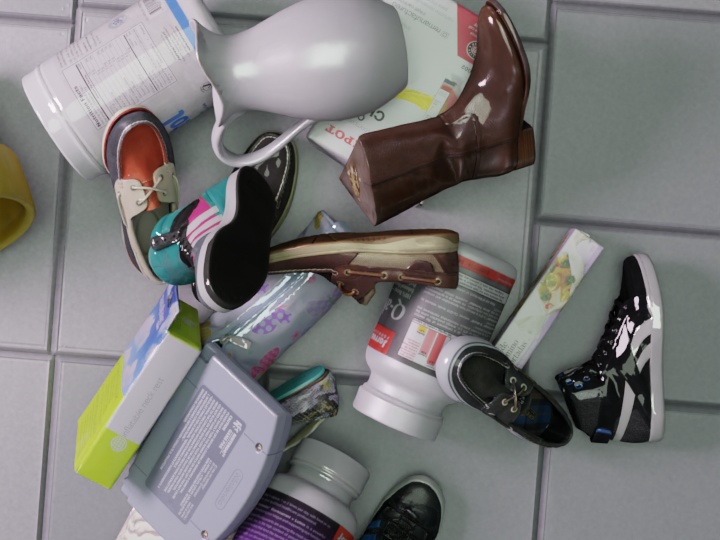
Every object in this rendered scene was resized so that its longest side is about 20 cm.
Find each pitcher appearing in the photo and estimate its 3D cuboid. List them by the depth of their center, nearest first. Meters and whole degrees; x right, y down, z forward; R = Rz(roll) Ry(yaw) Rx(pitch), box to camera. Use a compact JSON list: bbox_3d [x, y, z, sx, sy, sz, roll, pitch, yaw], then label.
[{"bbox_3d":[-0.057,-0.184,1.447,0.199,0.121,0.172,-10,135,-6],"label":"pitcher"}]

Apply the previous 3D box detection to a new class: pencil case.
[{"bbox_3d":[-0.081,0.028,1.535,0.200,0.091,0.083,-43,63,-1],"label":"pencil case"}]

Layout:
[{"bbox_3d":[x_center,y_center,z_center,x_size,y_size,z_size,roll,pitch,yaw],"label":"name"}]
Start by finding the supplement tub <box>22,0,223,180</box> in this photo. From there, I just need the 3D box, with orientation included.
[{"bbox_3d":[-0.230,-0.197,1.512,0.200,0.132,0.132,-32,91,2],"label":"supplement tub"}]

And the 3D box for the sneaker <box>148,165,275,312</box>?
[{"bbox_3d":[-0.157,-0.012,1.439,0.121,0.200,0.084,-31,117,27],"label":"sneaker"}]

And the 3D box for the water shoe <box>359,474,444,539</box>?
[{"bbox_3d":[0.025,0.308,1.544,0.071,0.079,0.200,34,91,-1],"label":"water shoe"}]

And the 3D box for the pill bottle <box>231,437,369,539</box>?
[{"bbox_3d":[-0.071,0.278,1.506,0.111,0.111,0.200,29,73,0],"label":"pill bottle"}]

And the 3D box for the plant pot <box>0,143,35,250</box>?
[{"bbox_3d":[-0.454,-0.113,1.494,0.200,0.201,0.190,-22,75,0],"label":"plant pot"}]

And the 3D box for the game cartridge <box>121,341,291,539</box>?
[{"bbox_3d":[-0.153,0.189,1.483,0.133,0.040,0.200,43,114,24],"label":"game cartridge"}]

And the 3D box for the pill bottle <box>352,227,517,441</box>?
[{"bbox_3d":[0.074,0.067,1.522,0.115,0.116,0.201,23,90,0],"label":"pill bottle"}]

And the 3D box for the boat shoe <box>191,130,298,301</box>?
[{"bbox_3d":[-0.122,-0.053,1.545,0.072,0.066,0.201,26,91,0],"label":"boat shoe"}]

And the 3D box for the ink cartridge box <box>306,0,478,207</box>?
[{"bbox_3d":[0.053,-0.185,1.534,0.145,0.083,0.200,30,91,0],"label":"ink cartridge box"}]

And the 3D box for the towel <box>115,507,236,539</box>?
[{"bbox_3d":[-0.180,0.346,1.567,0.199,0.032,0.192,29,90,-4],"label":"towel"}]

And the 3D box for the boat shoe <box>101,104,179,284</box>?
[{"bbox_3d":[-0.217,-0.075,1.493,0.071,0.063,0.201,-14,134,-18],"label":"boat shoe"}]

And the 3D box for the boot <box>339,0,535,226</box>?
[{"bbox_3d":[0.068,-0.153,1.443,0.199,0.064,0.187,-18,112,-13],"label":"boot"}]

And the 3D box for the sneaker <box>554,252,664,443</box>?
[{"bbox_3d":[0.259,0.085,1.542,0.111,0.073,0.201,-4,92,-1],"label":"sneaker"}]

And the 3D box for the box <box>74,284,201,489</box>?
[{"bbox_3d":[-0.223,0.111,1.504,0.048,0.122,0.200,31,102,-17],"label":"box"}]

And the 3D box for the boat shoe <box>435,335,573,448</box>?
[{"bbox_3d":[0.152,0.125,1.495,0.200,0.057,0.069,36,80,-44],"label":"boat shoe"}]

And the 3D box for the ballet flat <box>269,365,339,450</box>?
[{"bbox_3d":[-0.112,0.169,1.551,0.200,0.072,0.072,-23,91,2],"label":"ballet flat"}]

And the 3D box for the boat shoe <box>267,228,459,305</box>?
[{"bbox_3d":[0.000,0.000,1.455,0.199,0.072,0.072,-4,98,2],"label":"boat shoe"}]

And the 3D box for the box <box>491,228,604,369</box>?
[{"bbox_3d":[0.185,0.046,1.559,0.039,0.041,0.200,34,92,1],"label":"box"}]
